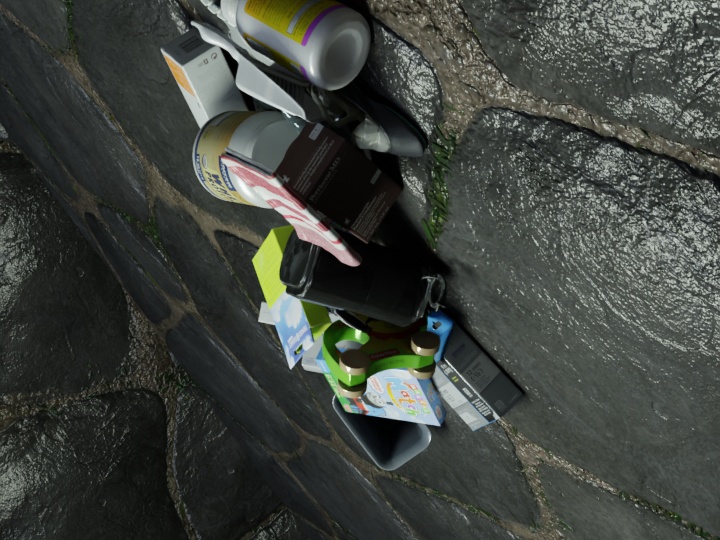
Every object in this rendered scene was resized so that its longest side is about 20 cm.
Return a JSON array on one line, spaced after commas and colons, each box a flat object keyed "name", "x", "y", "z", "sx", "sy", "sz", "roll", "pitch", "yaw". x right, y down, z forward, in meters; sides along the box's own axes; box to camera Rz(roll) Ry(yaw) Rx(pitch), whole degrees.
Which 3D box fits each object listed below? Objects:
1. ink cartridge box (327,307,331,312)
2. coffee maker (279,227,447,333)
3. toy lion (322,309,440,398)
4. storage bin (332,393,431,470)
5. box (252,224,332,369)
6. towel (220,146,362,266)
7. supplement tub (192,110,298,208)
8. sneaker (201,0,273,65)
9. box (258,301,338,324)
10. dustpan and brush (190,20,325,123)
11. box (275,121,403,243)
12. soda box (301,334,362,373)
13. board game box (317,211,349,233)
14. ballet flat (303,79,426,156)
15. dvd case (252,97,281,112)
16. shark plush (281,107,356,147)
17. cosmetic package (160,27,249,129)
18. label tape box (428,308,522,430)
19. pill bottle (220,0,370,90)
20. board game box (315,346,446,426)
[{"name": "ink cartridge box", "x": -0.077, "y": 0.002, "z": 1.865, "sx": 0.146, "sy": 0.086, "sz": 0.200, "roll": 38, "pitch": 165, "yaw": -17}, {"name": "coffee maker", "x": 0.000, "y": 0.000, "z": 1.594, "sx": 0.199, "sy": 0.136, "sz": 0.192, "roll": 16, "pitch": 156, "yaw": -27}, {"name": "toy lion", "x": 0.026, "y": 0.102, "z": 1.706, "sx": 0.192, "sy": 0.199, "sz": 0.069, "roll": 52, "pitch": 147, "yaw": 45}, {"name": "storage bin", "x": 0.045, "y": 0.265, "z": 2.099, "sx": 0.200, "sy": 0.145, "sz": 0.134, "roll": 53, "pitch": -174, "yaw": -15}, {"name": "box", "x": -0.110, "y": 0.043, "z": 1.705, "sx": 0.122, "sy": 0.047, "sz": 0.201, "roll": -49, "pitch": 58, "yaw": 56}, {"name": "towel", "x": -0.094, "y": -0.084, "z": 1.427, "sx": 0.144, "sy": 0.023, "sz": 0.200, "roll": 28, "pitch": 167, "yaw": 50}, {"name": "supplement tub", "x": -0.158, "y": -0.172, "z": 1.621, "sx": 0.200, "sy": 0.144, "sz": 0.145, "roll": 14, "pitch": 141, "yaw": 57}, {"name": "sneaker", "x": -0.186, "y": -0.365, "z": 1.497, "sx": 0.200, "sy": 0.075, "sz": 0.115, "roll": 50, "pitch": 162, "yaw": -8}, {"name": "box", "x": -0.061, "y": 0.096, "z": 1.918, "sx": 0.199, "sy": 0.041, "sz": 0.156, "roll": 9, "pitch": 176, "yaw": 31}, {"name": "dustpan and brush", "x": -0.133, "y": -0.255, "z": 1.346, "sx": 0.199, "sy": 0.058, "sz": 0.140, "roll": 24, "pitch": -169, "yaw": 1}, {"name": "box", "x": -0.028, "y": -0.122, "z": 1.471, "sx": 0.075, "sy": 0.100, "sz": 0.200, "roll": 35, "pitch": -178, "yaw": 32}, {"name": "soda box", "x": -0.005, "y": 0.166, "z": 1.941, "sx": 0.199, "sy": 0.064, "sz": 0.068, "roll": 11, "pitch": 167, "yaw": 4}, {"name": "board game box", "x": -0.043, "y": -0.080, "z": 1.765, "sx": 0.103, "sy": 0.019, "sz": 0.200, "roll": 38, "pitch": 160, "yaw": -6}, {"name": "ballet flat", "x": -0.004, "y": -0.205, "z": 1.420, "sx": 0.200, "sy": 0.073, "sz": 0.073, "roll": 43, "pitch": 159, "yaw": 14}, {"name": "dvd case", "x": -0.112, "y": -0.220, "z": 1.679, "sx": 0.146, "sy": 0.022, "sz": 0.200, "roll": 39, "pitch": 157, "yaw": 24}, {"name": "shark plush", "x": -0.057, "y": -0.179, "z": 1.539, "sx": 0.091, "sy": 0.083, "sz": 0.201, "roll": 34, "pitch": 151, "yaw": 35}, {"name": "cosmetic package", "x": -0.241, "y": -0.283, "z": 1.729, "sx": 0.101, "sy": 0.071, "sz": 0.201, "roll": 41, "pitch": 161, "yaw": 49}, {"name": "label tape box", "x": 0.160, "y": 0.165, "z": 1.759, "sx": 0.200, "sy": 0.066, "sz": 0.143, "roll": 45, "pitch": 160, "yaw": 3}, {"name": "pill bottle", "x": -0.088, "y": -0.313, "z": 1.345, "sx": 0.200, "sy": 0.104, "sz": 0.105, "roll": 35, "pitch": 156, "yaw": 32}, {"name": "board game box", "x": 0.036, "y": 0.201, "z": 1.844, "sx": 0.199, "sy": 0.037, "sz": 0.152, "roll": 3, "pitch": 137, "yaw": 32}]
